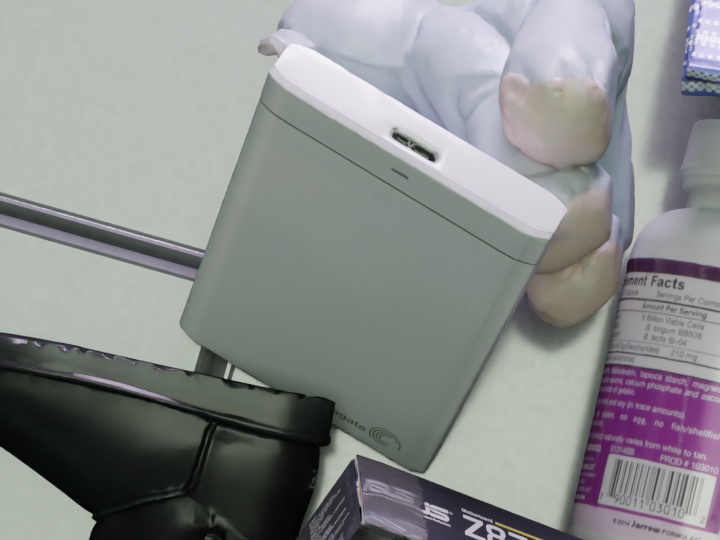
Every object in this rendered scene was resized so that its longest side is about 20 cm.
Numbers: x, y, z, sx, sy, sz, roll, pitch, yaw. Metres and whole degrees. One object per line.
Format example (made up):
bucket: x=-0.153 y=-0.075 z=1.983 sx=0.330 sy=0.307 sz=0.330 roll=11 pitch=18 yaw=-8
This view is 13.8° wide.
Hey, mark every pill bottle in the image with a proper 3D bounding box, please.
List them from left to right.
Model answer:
pill bottle: x=0.163 y=0.041 z=1.297 sx=0.112 sy=0.112 sz=0.201 roll=14 pitch=84 yaw=3

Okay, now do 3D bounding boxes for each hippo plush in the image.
hippo plush: x=0.035 y=-0.078 z=1.287 sx=0.160 sy=0.159 sz=0.201 roll=3 pitch=100 yaw=11

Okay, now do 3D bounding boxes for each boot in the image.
boot: x=-0.117 y=0.120 z=1.311 sx=0.199 sy=0.076 sz=0.169 roll=12 pitch=87 yaw=6

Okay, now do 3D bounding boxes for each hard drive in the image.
hard drive: x=0.000 y=0.000 z=1.266 sx=0.131 sy=0.200 sz=0.027 roll=31 pitch=56 yaw=5

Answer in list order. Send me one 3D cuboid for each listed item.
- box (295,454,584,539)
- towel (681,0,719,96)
box: x=0.021 y=0.184 z=1.240 sx=0.160 sy=0.049 sz=0.200 roll=20 pitch=122 yaw=-21
towel: x=0.219 y=-0.140 z=1.301 sx=0.144 sy=0.024 sz=0.201 roll=7 pitch=49 yaw=8
